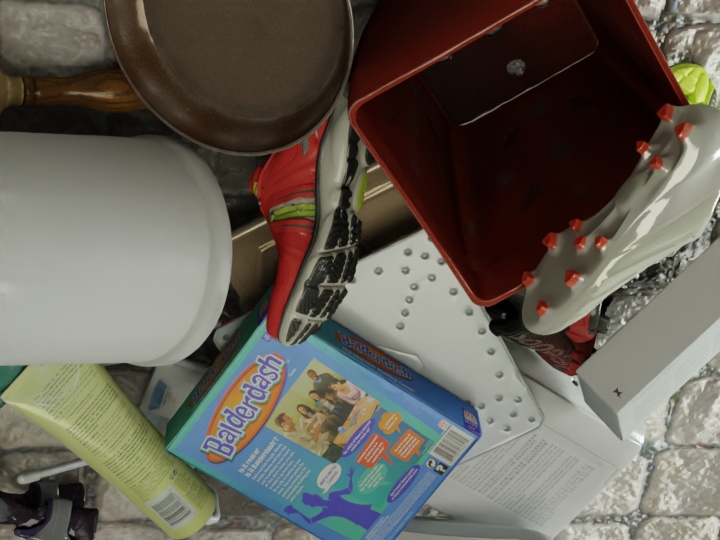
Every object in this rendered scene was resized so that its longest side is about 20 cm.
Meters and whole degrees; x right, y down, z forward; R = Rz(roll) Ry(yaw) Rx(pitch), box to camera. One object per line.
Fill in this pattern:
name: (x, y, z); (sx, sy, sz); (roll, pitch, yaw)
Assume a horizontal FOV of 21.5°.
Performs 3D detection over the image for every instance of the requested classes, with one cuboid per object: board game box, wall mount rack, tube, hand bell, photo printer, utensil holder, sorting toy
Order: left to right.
hand bell: (-0.232, -0.130, 1.360); (0.199, 0.104, 0.104); (-3, 126, -24)
utensil holder: (-0.217, -0.015, 1.327); (0.200, 0.170, 0.170); (0, 131, -48)
tube: (-0.189, 0.130, 1.471); (0.052, 0.058, 0.200); (-23, 126, 26)
wall mount rack: (-0.176, 0.127, 1.539); (0.173, 0.075, 0.200); (17, 119, -16)
board game box: (-0.030, 0.124, 1.482); (0.200, 0.045, 0.152); (32, 110, -17)
sorting toy: (0.000, 0.000, 1.509); (0.185, 0.037, 0.200); (-26, 129, 9)
board game box: (0.016, 0.081, 1.503); (0.200, 0.026, 0.200); (-26, 113, 10)
photo printer: (0.115, 0.140, 1.601); (0.200, 0.070, 0.166); (30, 115, -26)

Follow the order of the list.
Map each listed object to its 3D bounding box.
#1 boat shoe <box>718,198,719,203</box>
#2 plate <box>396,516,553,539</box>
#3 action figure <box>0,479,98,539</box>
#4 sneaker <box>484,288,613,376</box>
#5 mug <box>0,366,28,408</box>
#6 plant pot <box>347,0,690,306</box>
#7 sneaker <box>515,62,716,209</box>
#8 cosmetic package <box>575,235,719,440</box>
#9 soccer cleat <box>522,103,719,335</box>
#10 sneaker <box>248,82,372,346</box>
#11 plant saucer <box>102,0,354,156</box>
boat shoe: (0.195, -0.039, 1.492); (0.200, 0.065, 0.072); (-27, 125, 9)
plate: (0.075, 0.266, 1.657); (0.199, 0.032, 0.200); (4, 145, 9)
action figure: (-0.315, 0.189, 1.537); (0.200, 0.130, 0.070); (17, 85, -23)
sneaker: (0.146, 0.031, 1.474); (0.098, 0.071, 0.200); (10, 165, 8)
mug: (-0.324, 0.060, 1.440); (0.152, 0.115, 0.185); (-1, 124, -9)
plant pot: (0.110, -0.134, 1.344); (0.200, 0.176, 0.200); (-28, 125, 11)
sneaker: (0.183, -0.099, 1.446); (0.200, 0.084, 0.074); (-35, 122, -8)
cosmetic package: (0.259, 0.040, 1.485); (0.200, 0.052, 0.151); (-43, 166, -2)
soccer cleat: (0.188, -0.025, 1.286); (0.077, 0.069, 0.200); (27, 113, -29)
sneaker: (-0.045, -0.044, 1.408); (0.085, 0.077, 0.201); (11, 85, 21)
plant saucer: (-0.088, -0.179, 1.316); (0.200, 0.032, 0.201); (11, 116, 24)
